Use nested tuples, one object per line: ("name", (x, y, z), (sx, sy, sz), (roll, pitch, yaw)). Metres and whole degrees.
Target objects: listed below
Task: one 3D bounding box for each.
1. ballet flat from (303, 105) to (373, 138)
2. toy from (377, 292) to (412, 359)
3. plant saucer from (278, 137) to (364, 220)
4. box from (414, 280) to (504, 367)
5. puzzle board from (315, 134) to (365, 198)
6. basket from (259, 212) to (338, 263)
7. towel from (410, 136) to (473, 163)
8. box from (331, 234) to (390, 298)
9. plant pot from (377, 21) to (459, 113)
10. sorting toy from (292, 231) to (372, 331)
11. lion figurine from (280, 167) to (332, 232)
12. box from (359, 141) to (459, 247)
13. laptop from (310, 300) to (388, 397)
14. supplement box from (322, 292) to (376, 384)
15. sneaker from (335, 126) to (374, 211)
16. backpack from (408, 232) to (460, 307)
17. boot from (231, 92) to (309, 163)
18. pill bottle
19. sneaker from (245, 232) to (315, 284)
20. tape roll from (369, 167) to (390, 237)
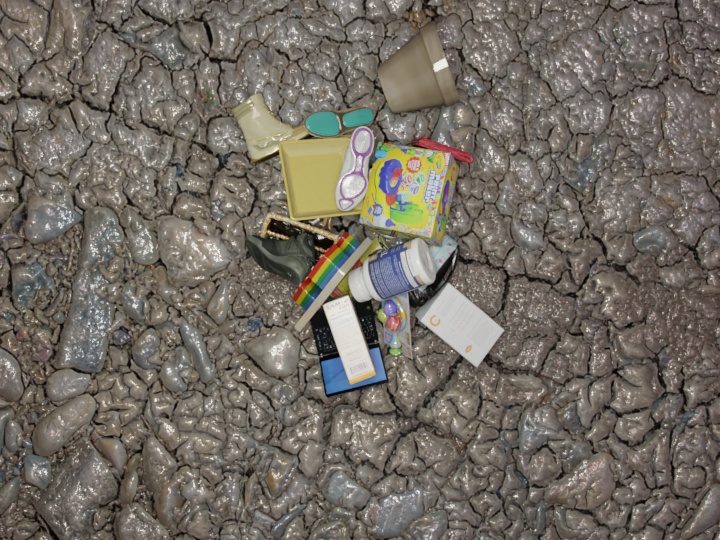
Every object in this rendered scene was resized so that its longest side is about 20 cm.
("ballet flat", (-0.061, -0.376, 1.395), (0.195, 0.065, 0.073), (-12, 98, -24))
("toy", (0.079, 0.130, 1.401), (0.047, 0.114, 0.205), (-27, 123, -29))
("plant saucer", (-0.100, -0.225, 1.366), (0.194, 0.048, 0.206), (-8, 80, -20))
("box", (0.262, 0.139, 1.457), (0.199, 0.097, 0.125), (39, 91, -6))
("puzzle board", (-0.049, -0.251, 1.429), (0.146, 0.017, 0.207), (1, 91, 13))
("basket", (-0.162, -0.051, 1.388), (0.195, 0.149, 0.147), (19, 92, -6))
("towel", (0.201, -0.304, 1.370), (0.141, 0.200, 0.023), (19, 102, -5))
("box", (0.000, 0.000, 1.419), (0.198, 0.051, 0.075), (-36, 119, 14))
("plant pot", (0.139, -0.489, 1.374), (0.169, 0.200, 0.205), (-19, 95, 14))
("sorting toy", (-0.079, 0.013, 1.272), (0.069, 0.200, 0.200), (39, 121, -1))
("lion figurine", (-0.131, -0.196, 1.412), (0.197, 0.072, 0.125), (31, 79, -2))
("box", (0.122, -0.185, 1.333), (0.188, 0.122, 0.206), (12, 86, 22))
("laptop", (-0.032, 0.202, 1.435), (0.172, 0.104, 0.206), (-13, 108, -4))
("supplement box", (-0.028, 0.165, 1.359), (0.072, 0.126, 0.205), (-19, 90, 0))
("sneaker", (-0.011, -0.245, 1.337), (0.073, 0.100, 0.206), (17, 96, -7))
("backpack", (0.171, -0.013, 1.415), (0.126, 0.167, 0.202), (37, 85, -1))
("boot", (-0.218, -0.387, 1.402), (0.196, 0.073, 0.159), (-25, 94, 1))
("pill bottle", (0.072, 0.007, 1.303), (0.196, 0.111, 0.114), (-21, 95, 25))
("sneaker", (-0.183, -0.048, 1.316), (0.196, 0.114, 0.078), (22, 138, 30))
("tape roll", (0.087, -0.190, 1.453), (0.196, 0.037, 0.210), (0, 94, -5))
